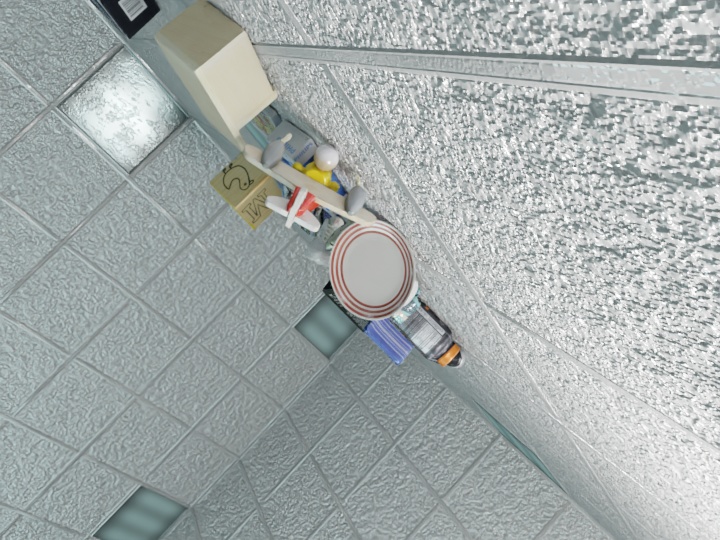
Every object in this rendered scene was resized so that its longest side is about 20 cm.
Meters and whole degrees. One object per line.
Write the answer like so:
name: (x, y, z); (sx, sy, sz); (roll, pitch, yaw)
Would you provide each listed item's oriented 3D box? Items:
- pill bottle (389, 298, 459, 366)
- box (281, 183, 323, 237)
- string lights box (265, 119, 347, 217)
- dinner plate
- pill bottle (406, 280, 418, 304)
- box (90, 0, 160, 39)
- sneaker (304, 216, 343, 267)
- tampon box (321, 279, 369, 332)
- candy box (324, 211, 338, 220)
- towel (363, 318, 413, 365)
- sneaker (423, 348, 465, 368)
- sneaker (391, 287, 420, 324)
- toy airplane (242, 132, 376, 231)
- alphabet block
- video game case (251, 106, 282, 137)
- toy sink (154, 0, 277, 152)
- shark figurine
pill bottle: (0.183, 0.172, 1.430); (0.200, 0.106, 0.106); (45, 175, 6)
box: (-0.154, -0.186, 1.343); (0.200, 0.039, 0.139); (40, 136, 51)
string lights box: (-0.106, -0.209, 1.077); (0.103, 0.059, 0.200); (41, 173, 36)
dinner plate: (0.024, -0.002, 1.036); (0.200, 0.201, 0.024); (43, -158, 20)
pill bottle: (0.042, -0.001, 1.214); (0.200, 0.109, 0.109); (42, 174, 34)
box: (-0.562, -0.641, 1.112); (0.200, 0.107, 0.148); (46, 175, 4)
sneaker: (-0.076, -0.078, 1.201); (0.077, 0.100, 0.201); (23, -159, -9)
tampon box: (0.017, 0.070, 1.556); (0.200, 0.151, 0.126); (46, 154, -21)
candy box: (-0.102, -0.133, 1.514); (0.200, 0.077, 0.169); (50, 171, -28)
towel: (0.113, 0.158, 1.485); (0.145, 0.200, 0.024); (45, 146, 2)
sneaker: (0.217, 0.221, 1.549); (0.113, 0.076, 0.199); (19, -170, -45)
sneaker: (0.109, 0.051, 1.290); (0.078, 0.086, 0.201); (48, -163, -29)
toy airplane: (-0.086, -0.153, 0.896); (0.198, 0.142, 0.199); (11, -154, -47)
alphabet block: (-0.446, -0.324, 2.068); (0.195, 0.200, 0.197); (42, 174, 26)
video game case: (-0.219, -0.341, 1.159); (0.182, 0.023, 0.200); (44, 174, 21)
toy sink: (-0.230, -0.328, 0.880); (0.130, 0.112, 0.201); (42, 169, 26)
shark figurine: (0.038, -0.066, 1.087); (0.212, 0.130, 0.089); (24, -168, 23)
